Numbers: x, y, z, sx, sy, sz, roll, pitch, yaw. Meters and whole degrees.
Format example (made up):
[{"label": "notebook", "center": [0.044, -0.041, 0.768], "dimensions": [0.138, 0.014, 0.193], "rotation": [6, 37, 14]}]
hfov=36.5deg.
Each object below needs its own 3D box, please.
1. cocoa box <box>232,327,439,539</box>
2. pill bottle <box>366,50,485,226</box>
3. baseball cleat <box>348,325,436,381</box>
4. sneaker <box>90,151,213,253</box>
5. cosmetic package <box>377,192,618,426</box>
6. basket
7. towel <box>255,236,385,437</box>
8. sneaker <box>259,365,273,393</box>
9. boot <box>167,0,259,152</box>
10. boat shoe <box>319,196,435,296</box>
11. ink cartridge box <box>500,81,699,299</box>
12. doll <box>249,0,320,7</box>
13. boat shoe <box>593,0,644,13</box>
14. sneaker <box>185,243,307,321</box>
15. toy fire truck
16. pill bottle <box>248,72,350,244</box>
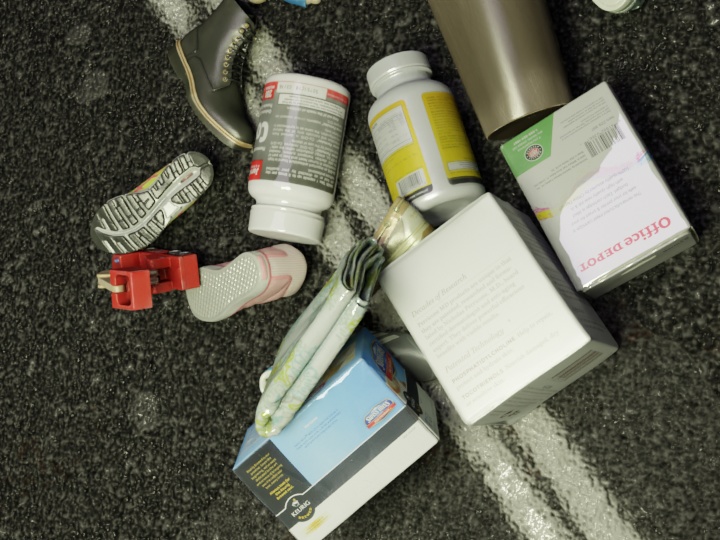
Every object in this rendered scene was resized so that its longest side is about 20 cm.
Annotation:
[{"label": "cocoa box", "center": [-0.027, 0.188, 1.248], "dimensions": [0.200, 0.133, 0.131], "rotation": [-41, 98, 10]}, {"label": "pill bottle", "center": [0.074, -0.162, 1.338], "dimensions": [0.111, 0.112, 0.201], "rotation": [-22, 74, 19]}, {"label": "baseball cleat", "center": [0.002, 0.110, 1.336], "dimensions": [0.199, 0.106, 0.070], "rotation": [16, 134, 32]}, {"label": "sneaker", "center": [-0.279, -0.091, 1.495], "dimensions": [0.199, 0.090, 0.078], "rotation": [-32, 99, 6]}, {"label": "cosmetic package", "center": [0.159, 0.049, 1.240], "dimensions": [0.166, 0.167, 0.201], "rotation": [-38, 69, 16]}, {"label": "basket", "center": [0.170, -0.268, 1.297], "dimensions": [0.135, 0.180, 0.201], "rotation": [-18, 85, -7]}, {"label": "towel", "center": [-0.046, 0.067, 1.192], "dimensions": [0.048, 0.171, 0.200], "rotation": [33, 112, -4]}, {"label": "sneaker", "center": [-0.038, 0.180, 1.352], "dimensions": [0.199, 0.081, 0.077], "rotation": [25, 91, 19]}, {"label": "boot", "center": [-0.171, -0.274, 1.470], "dimensions": [0.138, 0.077, 0.201], "rotation": [-42, 69, 22]}, {"label": "boat shoe", "center": [0.000, 0.000, 1.292], "dimensions": [0.063, 0.073, 0.201], "rotation": [46, 111, -1]}, {"label": "ink cartridge box", "center": [0.275, -0.088, 1.254], "dimensions": [0.145, 0.087, 0.201], "rotation": [-31, 70, 17]}, {"label": "doll", "center": [-0.079, -0.429, 1.478], "dimensions": [0.199, 0.048, 0.137], "rotation": [-31, 79, 23]}, {"label": "boat shoe", "center": [0.279, -0.391, 1.317], "dimensions": [0.073, 0.062, 0.201], "rotation": [-45, 62, 38]}, {"label": "sneaker", "center": [-0.145, 0.016, 1.437], "dimensions": [0.200, 0.104, 0.076], "rotation": [-21, 82, 50]}, {"label": "toy fire truck", "center": [-0.289, 0.008, 1.420], "dimensions": [0.199, 0.140, 0.049], "rotation": [7, 105, 50]}, {"label": "pill bottle", "center": [-0.083, -0.141, 1.401], "dimensions": [0.113, 0.114, 0.201], "rotation": [7, 85, 24]}]
